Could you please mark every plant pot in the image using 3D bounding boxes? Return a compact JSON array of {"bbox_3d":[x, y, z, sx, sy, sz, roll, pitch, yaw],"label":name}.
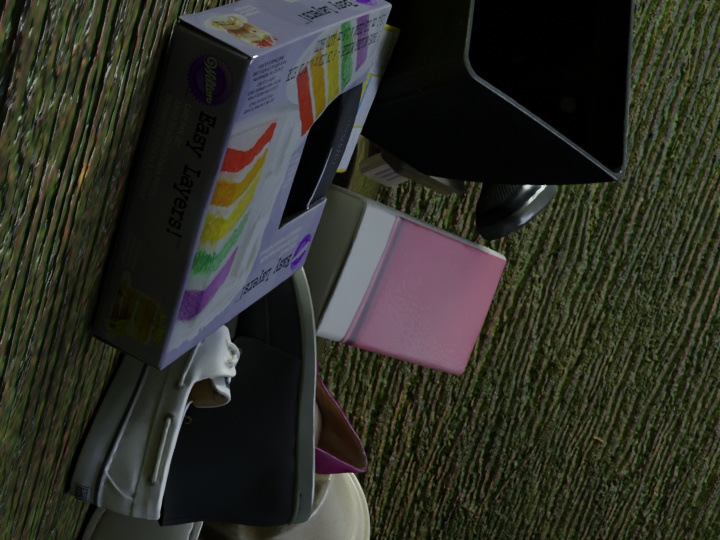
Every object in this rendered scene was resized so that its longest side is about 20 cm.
[{"bbox_3d":[0.086,-0.176,1.182,0.177,0.199,0.201,-15,-121,41],"label":"plant pot"},{"bbox_3d":[-0.090,0.205,1.357,0.184,0.200,0.201,91,18,-63],"label":"plant pot"}]

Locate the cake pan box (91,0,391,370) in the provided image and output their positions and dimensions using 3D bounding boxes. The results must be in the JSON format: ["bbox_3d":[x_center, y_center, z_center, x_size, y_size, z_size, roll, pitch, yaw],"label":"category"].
[{"bbox_3d":[-0.062,-0.062,0.835,0.200,0.052,0.185,-37,152,-63],"label":"cake pan box"}]

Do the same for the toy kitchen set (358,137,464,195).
[{"bbox_3d":[0.018,-0.129,1.359,0.180,0.200,0.164,-19,-121,44],"label":"toy kitchen set"}]

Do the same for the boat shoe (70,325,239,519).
[{"bbox_3d":[-0.110,0.060,0.937,0.071,0.070,0.201,106,5,-65],"label":"boat shoe"}]

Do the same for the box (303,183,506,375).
[{"bbox_3d":[0.000,0.000,1.185,0.200,0.128,0.109,19,93,-51],"label":"box"}]

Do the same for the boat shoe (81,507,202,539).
[{"bbox_3d":[-0.165,0.213,1.033,0.060,0.072,0.201,130,-15,-79],"label":"boat shoe"}]

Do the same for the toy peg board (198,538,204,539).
[{"bbox_3d":[-0.141,0.330,1.260,0.201,0.199,0.098,-69,-167,-9],"label":"toy peg board"}]

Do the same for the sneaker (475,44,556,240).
[{"bbox_3d":[0.124,-0.115,1.282,0.076,0.114,0.200,-18,-151,40],"label":"sneaker"}]

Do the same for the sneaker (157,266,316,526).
[{"bbox_3d":[-0.088,0.070,0.987,0.075,0.106,0.201,163,-76,-71],"label":"sneaker"}]

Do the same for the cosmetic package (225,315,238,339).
[{"bbox_3d":[-0.113,0.091,1.126,0.200,0.071,0.106,101,10,-78],"label":"cosmetic package"}]

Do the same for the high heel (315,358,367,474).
[{"bbox_3d":[-0.029,0.105,1.131,0.200,0.096,0.068,107,3,-59],"label":"high heel"}]

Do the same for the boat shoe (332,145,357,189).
[{"bbox_3d":[-0.065,-0.039,1.267,0.201,0.071,0.065,-63,-174,-5],"label":"boat shoe"}]

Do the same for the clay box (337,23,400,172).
[{"bbox_3d":[-0.037,-0.125,1.012,0.115,0.047,0.200,-68,166,10],"label":"clay box"}]
